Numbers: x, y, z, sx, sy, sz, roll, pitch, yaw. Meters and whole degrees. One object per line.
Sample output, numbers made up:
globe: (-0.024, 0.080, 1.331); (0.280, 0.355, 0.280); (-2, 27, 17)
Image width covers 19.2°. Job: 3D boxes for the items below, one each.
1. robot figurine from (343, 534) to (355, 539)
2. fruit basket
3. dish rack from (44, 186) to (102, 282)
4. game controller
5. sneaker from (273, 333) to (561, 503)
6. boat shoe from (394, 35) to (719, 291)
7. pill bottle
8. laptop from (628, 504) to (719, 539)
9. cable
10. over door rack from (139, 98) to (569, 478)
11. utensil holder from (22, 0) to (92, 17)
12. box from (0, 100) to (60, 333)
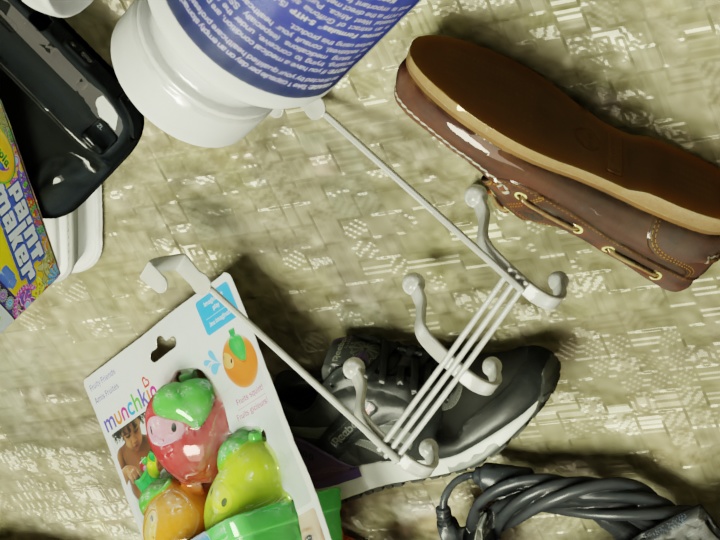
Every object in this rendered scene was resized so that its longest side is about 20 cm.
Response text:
robot figurine: (-0.042, 0.250, 1.405); (0.144, 0.117, 0.200); (3, 139, -23)
fruit basket: (-0.097, 0.127, 1.286); (0.185, 0.094, 0.200); (-34, 79, 47)
dish rack: (-0.253, -0.067, 1.253); (0.200, 0.044, 0.172); (14, 134, 9)
game controller: (-0.212, -0.119, 1.164); (0.200, 0.042, 0.104); (46, 127, -4)
sneaker: (0.021, 0.075, 1.258); (0.200, 0.076, 0.088); (-24, 112, 35)
boat shoe: (0.101, -0.050, 1.114); (0.200, 0.070, 0.070); (29, 130, -6)
pill bottle: (-0.036, -0.150, 1.042); (0.120, 0.120, 0.200); (37, 132, -13)
laptop: (0.210, 0.239, 1.335); (0.177, 0.103, 0.200); (-34, 97, 30)
cable: (0.140, 0.189, 1.337); (0.163, 0.051, 0.200); (-8, 131, 16)
over door rack: (0.000, 0.000, 1.186); (0.200, 0.067, 0.148); (37, 117, 4)
utensil holder: (-0.208, -0.230, 1.005); (0.200, 0.170, 0.170); (18, 134, 7)
box: (-0.308, -0.003, 1.147); (0.200, 0.193, 0.122); (7, 128, 31)
